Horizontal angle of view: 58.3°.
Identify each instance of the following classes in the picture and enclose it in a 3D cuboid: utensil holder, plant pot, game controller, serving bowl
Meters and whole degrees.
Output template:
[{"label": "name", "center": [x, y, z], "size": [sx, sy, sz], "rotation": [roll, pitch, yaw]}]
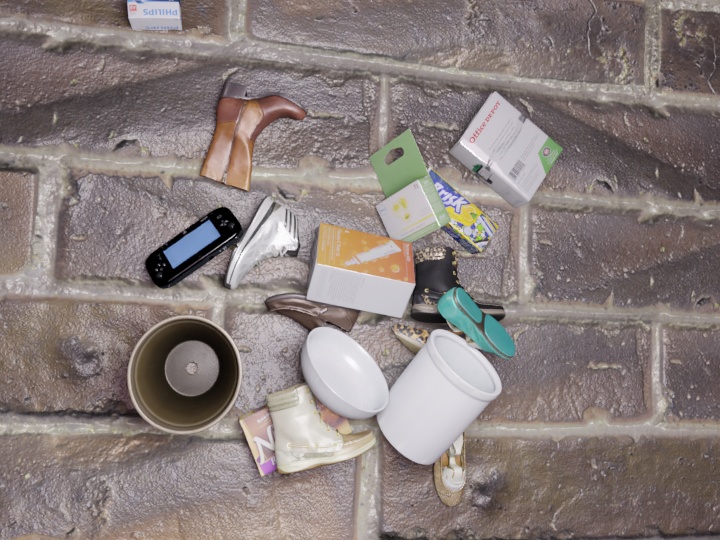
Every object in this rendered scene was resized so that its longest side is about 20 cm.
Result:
[{"label": "utensil holder", "center": [0.146, 0.244, 1.245], "size": [0.169, 0.170, 0.201], "rotation": [34, 112, -6]}, {"label": "plant pot", "center": [-0.316, 0.187, 1.190], "size": [0.195, 0.173, 0.205], "rotation": [1, 84, -11]}, {"label": "game controller", "center": [-0.324, -0.047, 1.254], "size": [0.198, 0.042, 0.105], "rotation": [-36, 57, -10]}, {"label": "serving bowl", "center": [-0.040, 0.205, 1.229], "size": [0.199, 0.201, 0.066], "rotation": [40, 113, -6]}]

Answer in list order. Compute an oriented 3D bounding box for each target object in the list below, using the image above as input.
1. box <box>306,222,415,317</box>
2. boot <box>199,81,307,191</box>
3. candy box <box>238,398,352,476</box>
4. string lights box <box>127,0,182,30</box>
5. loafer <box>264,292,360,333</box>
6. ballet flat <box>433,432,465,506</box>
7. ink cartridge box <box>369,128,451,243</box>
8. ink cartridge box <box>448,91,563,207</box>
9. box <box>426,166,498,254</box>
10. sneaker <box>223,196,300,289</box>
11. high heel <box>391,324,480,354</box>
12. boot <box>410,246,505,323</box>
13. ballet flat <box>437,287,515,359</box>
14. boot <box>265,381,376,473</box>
[{"label": "box", "center": [0.000, 0.000, 1.279], "size": [0.196, 0.099, 0.126], "rotation": [11, 41, -10]}, {"label": "boot", "center": [-0.213, -0.262, 1.302], "size": [0.184, 0.068, 0.205], "rotation": [12, 84, -10]}, {"label": "candy box", "center": [-0.129, 0.305, 1.277], "size": [0.197, 0.056, 0.119], "rotation": [-22, 90, -13]}, {"label": "string lights box", "center": [-0.417, -0.592, 1.293], "size": [0.100, 0.059, 0.205], "rotation": [-5, 86, -12]}, {"label": "loafer", "center": [-0.096, 0.088, 1.291], "size": [0.195, 0.073, 0.073], "rotation": [8, 83, -10]}, {"label": "ballet flat", "center": [0.188, 0.386, 1.326], "size": [0.069, 0.065, 0.205], "rotation": [-3, 86, -12]}, {"label": "ink cartridge box", "center": [0.086, -0.162, 1.312], "size": [0.048, 0.145, 0.203], "rotation": [-27, 91, -40]}, {"label": "ink cartridge box", "center": [0.312, -0.260, 1.394], "size": [0.199, 0.084, 0.147], "rotation": [38, 79, -5]}, {"label": "box", "center": [0.191, -0.126, 1.370], "size": [0.199, 0.064, 0.070], "rotation": [40, 79, -6]}, {"label": "sneaker", "center": [-0.186, -0.036, 1.284], "size": [0.114, 0.076, 0.203], "rotation": [28, 78, -5]}, {"label": "high heel", "center": [0.171, 0.118, 1.353], "size": [0.197, 0.071, 0.145], "rotation": [27, 69, -5]}, {"label": "boot", "center": [0.199, 0.033, 1.333], "size": [0.195, 0.074, 0.154], "rotation": [2, 65, -2]}, {"label": "ballet flat", "center": [0.220, 0.108, 1.254], "size": [0.200, 0.070, 0.068], "rotation": [43, 44, -23]}, {"label": "boot", "center": [-0.075, 0.286, 1.227], "size": [0.196, 0.072, 0.158], "rotation": [-11, 85, -12]}]
